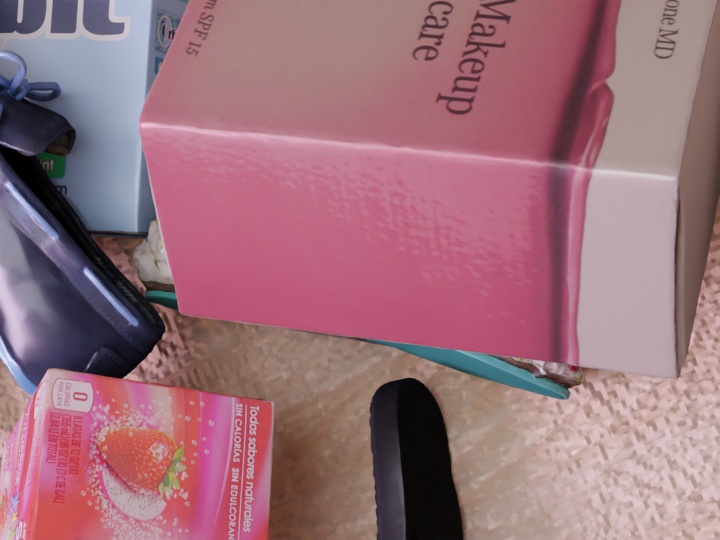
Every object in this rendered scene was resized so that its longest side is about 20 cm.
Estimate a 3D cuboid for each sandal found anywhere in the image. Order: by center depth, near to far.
[{"bbox_3d":[0.037,0.140,0.946,0.045,0.075,0.201,-8,80,20],"label":"sandal"}]

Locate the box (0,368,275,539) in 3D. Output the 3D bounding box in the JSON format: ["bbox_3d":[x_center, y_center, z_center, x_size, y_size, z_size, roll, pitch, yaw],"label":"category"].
[{"bbox_3d":[-0.095,0.152,0.935,0.094,0.103,0.201,9,66,-16],"label":"box"}]

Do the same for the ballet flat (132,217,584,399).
[{"bbox_3d":[0.000,0.000,0.973,0.199,0.076,0.064,13,82,18],"label":"ballet flat"}]

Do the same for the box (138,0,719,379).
[{"bbox_3d":[0.033,-0.051,0.904,0.199,0.109,0.128,6,48,13],"label":"box"}]

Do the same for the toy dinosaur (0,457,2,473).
[{"bbox_3d":[-0.219,0.050,1.041,0.200,0.058,0.101,47,119,0],"label":"toy dinosaur"}]

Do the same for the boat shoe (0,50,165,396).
[{"bbox_3d":[-0.143,-0.044,0.987,0.068,0.084,0.201,-29,94,13],"label":"boat shoe"}]

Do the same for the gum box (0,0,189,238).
[{"bbox_3d":[-0.158,-0.117,1.053,0.169,0.045,0.201,2,88,21],"label":"gum box"}]
